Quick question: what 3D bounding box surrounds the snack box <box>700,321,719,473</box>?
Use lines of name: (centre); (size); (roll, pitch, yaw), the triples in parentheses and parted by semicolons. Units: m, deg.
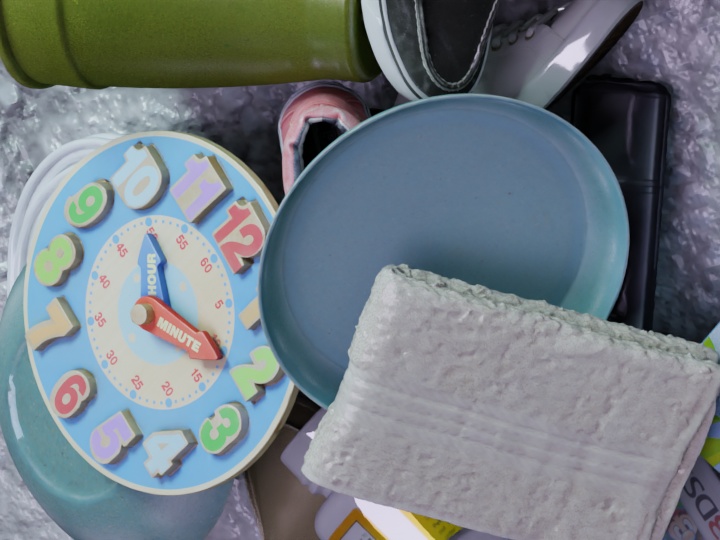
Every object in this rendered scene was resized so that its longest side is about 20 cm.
snack box: (0.280, 0.075, 1.558); (0.200, 0.068, 0.169); (44, 125, 9)

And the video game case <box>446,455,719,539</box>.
video game case: (0.134, 0.195, 1.622); (0.182, 0.200, 0.024); (57, 164, -6)

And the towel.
towel: (0.083, 0.076, 1.556); (0.200, 0.034, 0.133); (16, 113, -11)

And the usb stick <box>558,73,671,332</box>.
usb stick: (0.134, -0.005, 1.598); (0.055, 0.033, 0.200); (5, 94, 20)

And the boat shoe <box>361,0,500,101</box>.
boat shoe: (0.044, -0.169, 1.494); (0.064, 0.071, 0.200); (36, 136, 52)

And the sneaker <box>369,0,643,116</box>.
sneaker: (0.065, -0.108, 1.603); (0.085, 0.073, 0.200); (50, 126, 0)

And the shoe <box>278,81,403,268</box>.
shoe: (0.000, 0.000, 1.598); (0.071, 0.091, 0.200); (-15, 101, 3)

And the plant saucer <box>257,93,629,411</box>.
plant saucer: (0.041, -0.007, 1.546); (0.200, 0.027, 0.200); (-8, 121, -13)

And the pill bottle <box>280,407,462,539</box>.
pill bottle: (0.051, 0.150, 1.693); (0.200, 0.109, 0.109); (45, 124, 7)

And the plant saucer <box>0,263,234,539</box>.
plant saucer: (-0.154, 0.077, 1.711); (0.201, 0.039, 0.201); (10, 106, 40)

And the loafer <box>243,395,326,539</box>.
loafer: (-0.023, 0.170, 1.764); (0.076, 0.067, 0.200); (-21, 94, 34)

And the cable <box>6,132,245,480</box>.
cable: (-0.122, 0.016, 1.742); (0.200, 0.069, 0.200); (3, 102, 41)

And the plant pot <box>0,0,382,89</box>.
plant pot: (-0.073, -0.179, 1.595); (0.193, 0.200, 0.201); (12, 115, 15)

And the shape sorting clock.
shape sorting clock: (-0.110, 0.023, 1.622); (0.200, 0.039, 0.200); (0, 90, 33)
